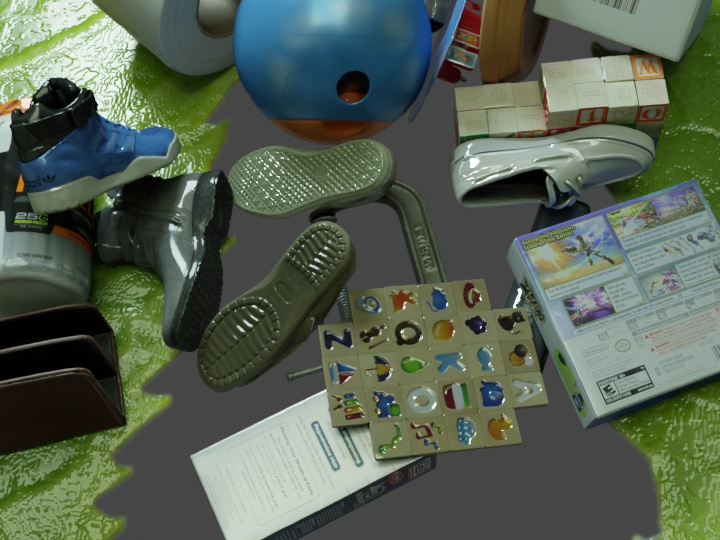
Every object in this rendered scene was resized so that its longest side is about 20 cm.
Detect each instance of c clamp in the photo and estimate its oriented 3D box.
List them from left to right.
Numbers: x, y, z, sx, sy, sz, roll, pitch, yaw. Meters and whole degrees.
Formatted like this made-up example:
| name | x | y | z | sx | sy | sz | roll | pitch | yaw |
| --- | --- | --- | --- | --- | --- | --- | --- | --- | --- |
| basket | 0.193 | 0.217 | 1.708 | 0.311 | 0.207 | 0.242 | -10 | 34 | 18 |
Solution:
| name | x | y | z | sx | sy | sz | roll | pitch | yaw |
| --- | --- | --- | --- | --- | --- | --- | --- | --- | --- |
| c clamp | 0.000 | 0.000 | 1.109 | 0.169 | 0.027 | 0.202 | -8 | 64 | 1 |

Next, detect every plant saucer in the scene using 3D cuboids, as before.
| name | x | y | z | sx | sy | sz | roll | pitch | yaw |
| --- | --- | --- | --- | --- | --- | --- | --- | --- | --- |
| plant saucer | 0.165 | -0.275 | 1.133 | 0.037 | 0.201 | 0.201 | 14 | 66 | 17 |

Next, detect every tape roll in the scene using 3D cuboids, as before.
| name | x | y | z | sx | sy | sz | roll | pitch | yaw |
| --- | --- | --- | --- | --- | --- | --- | --- | --- | --- |
| tape roll | -0.177 | -0.327 | 1.186 | 0.139 | 0.203 | 0.203 | 39 | 73 | 21 |

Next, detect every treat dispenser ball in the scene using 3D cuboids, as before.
| name | x | y | z | sx | sy | sz | roll | pitch | yaw |
| --- | --- | --- | --- | --- | --- | --- | --- | --- | --- |
| treat dispenser ball | -0.028 | -0.227 | 1.125 | 0.199 | 0.201 | 0.203 | -2 | 64 | 4 |

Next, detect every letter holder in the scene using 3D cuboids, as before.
| name | x | y | z | sx | sy | sz | roll | pitch | yaw |
| --- | --- | --- | --- | --- | --- | --- | --- | --- | --- |
| letter holder | -0.333 | 0.095 | 1.025 | 0.198 | 0.142 | 0.101 | -14 | 64 | -2 |

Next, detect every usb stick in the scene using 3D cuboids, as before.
| name | x | y | z | sx | sy | sz | roll | pitch | yaw |
| --- | --- | --- | --- | --- | --- | --- | --- | --- | --- |
| usb stick | 0.173 | 0.017 | 1.085 | 0.055 | 0.033 | 0.201 | 18 | 67 | 12 |

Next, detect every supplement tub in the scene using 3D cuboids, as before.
| name | x | y | z | sx | sy | sz | roll | pitch | yaw |
| --- | --- | --- | --- | --- | --- | --- | --- | --- | --- |
| supplement tub | -0.325 | -0.060 | 1.111 | 0.121 | 0.123 | 0.202 | -6 | 64 | 1 |

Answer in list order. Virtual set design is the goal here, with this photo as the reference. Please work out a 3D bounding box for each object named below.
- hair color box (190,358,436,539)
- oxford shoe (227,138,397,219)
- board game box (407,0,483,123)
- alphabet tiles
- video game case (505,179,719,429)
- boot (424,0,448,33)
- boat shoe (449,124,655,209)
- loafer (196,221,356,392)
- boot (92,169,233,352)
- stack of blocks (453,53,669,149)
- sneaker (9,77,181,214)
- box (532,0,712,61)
| name | x | y | z | sx | sy | sz | roll | pitch | yaw |
| --- | --- | --- | --- | --- | --- | --- | --- | --- | --- |
| hair color box | -0.040 | 0.172 | 1.010 | 0.199 | 0.061 | 0.100 | -25 | 65 | -8 |
| oxford shoe | -0.047 | -0.090 | 1.125 | 0.199 | 0.058 | 0.076 | -6 | 84 | 31 |
| board game box | 0.104 | -0.236 | 1.153 | 0.039 | 0.158 | 0.201 | 22 | 66 | -5 |
| alphabet tiles | 0.065 | 0.086 | 1.016 | 0.198 | 0.006 | 0.168 | -5 | 60 | -10 |
| video game case | 0.261 | 0.028 | 1.046 | 0.198 | 0.046 | 0.182 | -18 | 71 | -13 |
| boot | 0.068 | -0.340 | 1.228 | 0.069 | 0.200 | 0.176 | 13 | 96 | -14 |
| boat shoe | 0.186 | -0.093 | 1.085 | 0.198 | 0.072 | 0.066 | -1 | 54 | 0 |
| loafer | -0.071 | 0.042 | 1.060 | 0.200 | 0.067 | 0.076 | -43 | 61 | 12 |
| boot | -0.204 | -0.010 | 1.117 | 0.130 | 0.070 | 0.201 | -1 | 58 | 14 |
| stack of blocks | 0.194 | -0.150 | 1.119 | 0.198 | 0.115 | 0.059 | -4 | 63 | 3 |
| sneaker | -0.250 | -0.136 | 1.071 | 0.076 | 0.112 | 0.200 | -4 | 19 | 34 |
| box | 0.279 | -0.299 | 1.133 | 0.151 | 0.107 | 0.200 | 22 | 27 | 14 |
